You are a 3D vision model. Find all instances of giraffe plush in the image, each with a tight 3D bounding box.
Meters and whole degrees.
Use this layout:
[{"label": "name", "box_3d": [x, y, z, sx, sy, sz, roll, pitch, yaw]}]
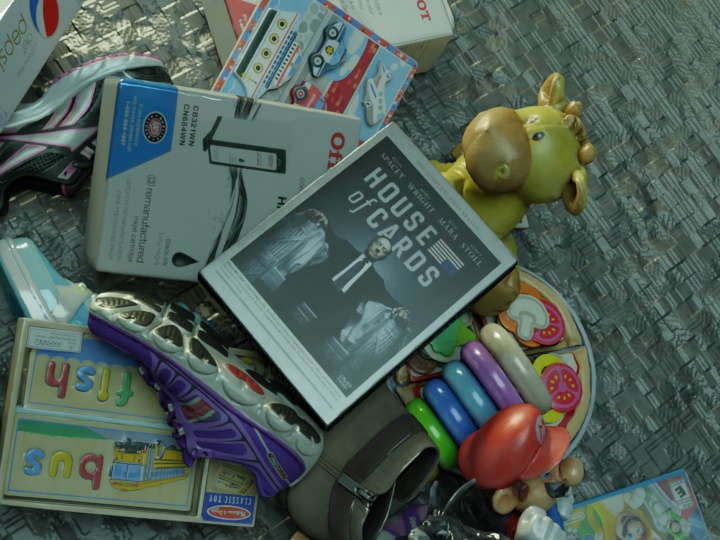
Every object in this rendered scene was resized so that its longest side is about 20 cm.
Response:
[{"label": "giraffe plush", "box_3d": [0.117, -0.071, 1.023, 0.198, 0.162, 0.174, -21, 75, -40]}]

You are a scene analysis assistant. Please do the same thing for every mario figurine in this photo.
[{"label": "mario figurine", "box_3d": [0.144, 0.191, 0.943, 0.105, 0.123, 0.203, -24, 120, -19]}]

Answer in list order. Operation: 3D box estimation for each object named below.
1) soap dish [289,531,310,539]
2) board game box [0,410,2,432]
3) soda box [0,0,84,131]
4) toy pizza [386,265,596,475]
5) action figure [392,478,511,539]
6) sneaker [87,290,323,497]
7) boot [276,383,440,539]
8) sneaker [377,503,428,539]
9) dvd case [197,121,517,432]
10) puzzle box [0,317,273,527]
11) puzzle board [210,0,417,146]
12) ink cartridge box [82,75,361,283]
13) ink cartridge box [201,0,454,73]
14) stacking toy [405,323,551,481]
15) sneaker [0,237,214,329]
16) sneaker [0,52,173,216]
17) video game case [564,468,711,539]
[{"label": "soap dish", "box_3d": [-0.052, 0.323, 0.906, 0.157, 0.081, 0.200, 41, 65, 1]}, {"label": "board game box", "box_3d": [-0.324, 0.033, 0.908, 0.029, 0.135, 0.201, -29, 81, -23]}, {"label": "soda box", "box_3d": [-0.293, -0.187, 0.990, 0.067, 0.064, 0.202, -1, 44, 18]}, {"label": "toy pizza", "box_3d": [0.116, 0.081, 1.068, 0.197, 0.032, 0.203, 5, 70, -13]}, {"label": "action figure", "box_3d": [0.050, 0.245, 0.858, 0.102, 0.117, 0.203, 24, 62, -56]}, {"label": "sneaker", "box_3d": [-0.120, 0.093, 0.884, 0.199, 0.081, 0.084, 40, 99, -8]}, {"label": "boot", "box_3d": [0.003, 0.108, 0.945, 0.145, 0.070, 0.202, 27, 86, 41]}, {"label": "sneaker", "box_3d": [0.076, 0.265, 0.971, 0.201, 0.080, 0.088, 51, 47, 3]}, {"label": "dvd case", "box_3d": [0.000, 0.000, 0.930, 0.199, 0.025, 0.151, -39, 80, -18]}, {"label": "puzzle box", "box_3d": [-0.165, 0.115, 0.915, 0.197, 0.025, 0.135, 9, 84, -24]}, {"label": "puzzle board", "box_3d": [-0.055, -0.127, 1.043, 0.150, 0.017, 0.202, 30, 86, -23]}, {"label": "ink cartridge box", "box_3d": [-0.109, -0.066, 0.978, 0.197, 0.084, 0.149, 6, 96, -21]}, {"label": "ink cartridge box", "box_3d": [-0.034, -0.241, 1.116, 0.197, 0.083, 0.149, -14, 75, -19]}, {"label": "stacking toy", "box_3d": [0.052, 0.132, 0.991, 0.199, 0.085, 0.086, -35, 82, -2]}, {"label": "sneaker", "box_3d": [-0.192, 0.041, 0.974, 0.130, 0.079, 0.202, -32, 91, -21]}, {"label": "sneaker", "box_3d": [-0.241, -0.105, 1.022, 0.198, 0.080, 0.087, -26, 84, -10]}, {"label": "video game case", "box_3d": [0.248, 0.283, 1.039, 0.141, 0.018, 0.203, -12, 75, -20]}]
